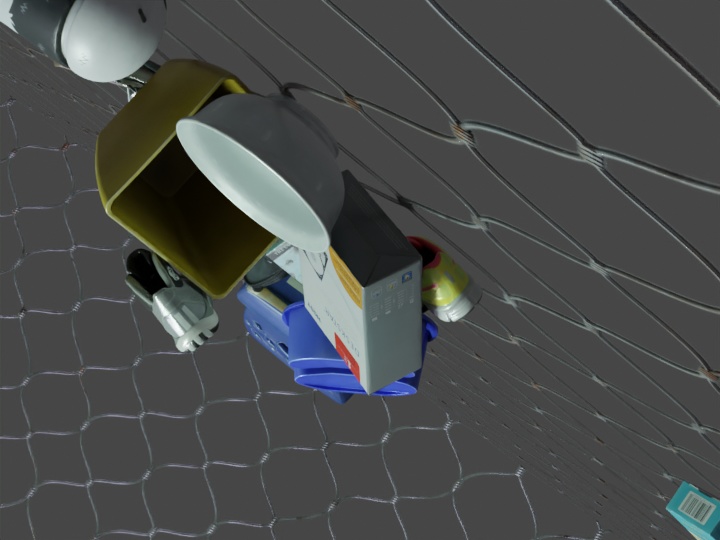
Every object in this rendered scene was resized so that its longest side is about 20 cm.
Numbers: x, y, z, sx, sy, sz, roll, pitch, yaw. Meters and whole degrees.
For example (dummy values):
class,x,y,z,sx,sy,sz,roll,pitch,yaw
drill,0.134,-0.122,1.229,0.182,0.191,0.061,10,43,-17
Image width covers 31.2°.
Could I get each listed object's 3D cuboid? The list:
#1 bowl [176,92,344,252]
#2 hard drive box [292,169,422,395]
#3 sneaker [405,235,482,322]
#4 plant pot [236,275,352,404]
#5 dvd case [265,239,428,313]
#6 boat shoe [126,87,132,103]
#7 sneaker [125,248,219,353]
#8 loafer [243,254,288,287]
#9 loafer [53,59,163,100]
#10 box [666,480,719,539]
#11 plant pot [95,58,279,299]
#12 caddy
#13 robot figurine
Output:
class,x,y,z,sx,sy,sz,roll,pitch,yaw
bowl,-0.086,-0.117,1.323,0.200,0.091,0.201,35,165,11
hard drive box,-0.001,0.015,1.452,0.156,0.076,0.201,52,159,35
sneaker,0.056,-0.010,1.494,0.199,0.078,0.090,18,153,52
plant pot,-0.052,0.041,1.862,0.199,0.200,0.180,35,167,19
dvd case,0.000,0.000,1.624,0.200,0.146,0.022,41,-144,-23
boat shoe,-0.275,-0.154,1.671,0.064,0.204,0.074,-7,-157,-37
sneaker,-0.226,0.013,1.491,0.116,0.075,0.200,51,175,-22
loafer,-0.104,-0.038,1.672,0.200,0.070,0.068,-42,73,42
loafer,-0.283,-0.236,1.592,0.199,0.063,0.072,29,-176,-2
box,0.507,0.370,1.804,0.082,0.049,0.200,29,170,49
plant pot,-0.190,-0.126,1.484,0.200,0.200,0.176,42,-179,-41
caddy,-0.003,0.086,1.619,0.198,0.106,0.142,4,157,6
robot figurine,-0.276,-0.266,1.221,0.199,0.125,0.150,35,-169,12
